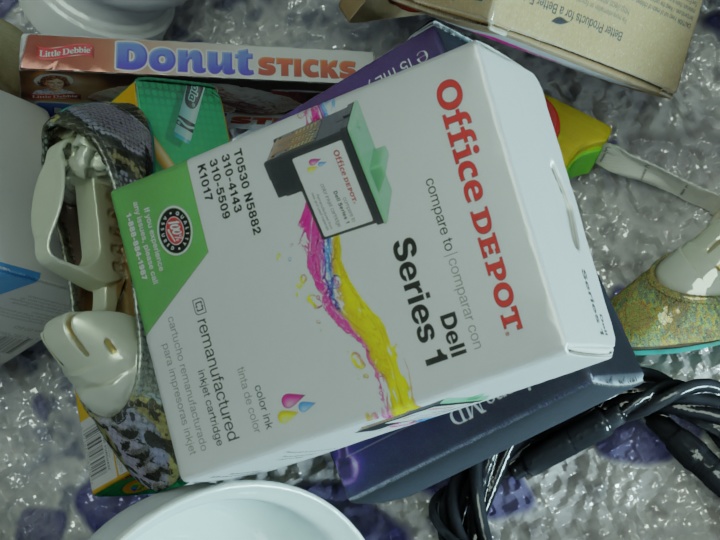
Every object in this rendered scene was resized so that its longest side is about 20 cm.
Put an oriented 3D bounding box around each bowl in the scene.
[{"bbox_3d":[-0.090,0.193,0.791,0.199,0.090,0.204,-9,107,-30],"label":"bowl"}]

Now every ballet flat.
[{"bbox_3d":[-0.132,0.011,0.768,0.071,0.072,0.203,-10,78,1],"label":"ballet flat"},{"bbox_3d":[0.225,0.000,0.849,0.197,0.071,0.072,-7,75,0],"label":"ballet flat"}]

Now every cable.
[{"bbox_3d":[0.136,0.131,0.832,0.197,0.051,0.166,8,76,7],"label":"cable"}]

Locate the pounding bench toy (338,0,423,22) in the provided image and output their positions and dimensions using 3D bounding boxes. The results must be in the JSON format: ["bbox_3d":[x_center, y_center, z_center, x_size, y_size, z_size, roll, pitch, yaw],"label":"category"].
[{"bbox_3d":[0.055,-0.254,0.849,0.123,0.200,0.157,-16,68,-46],"label":"pounding bench toy"}]

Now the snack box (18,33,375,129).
[{"bbox_3d":[-0.094,-0.106,0.877,0.197,0.072,0.025,1,73,-11],"label":"snack box"}]

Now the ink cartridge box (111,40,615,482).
[{"bbox_3d":[0.000,0.000,0.713,0.198,0.084,0.147,-20,79,21],"label":"ink cartridge box"}]

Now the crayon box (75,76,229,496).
[{"bbox_3d":[-0.113,0.011,0.844,0.058,0.118,0.203,1,69,-40],"label":"crayon box"}]

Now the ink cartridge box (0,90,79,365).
[{"bbox_3d":[-0.264,-0.002,0.828,0.199,0.128,0.127,-30,67,20],"label":"ink cartridge box"}]

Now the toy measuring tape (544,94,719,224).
[{"bbox_3d":[0.120,-0.052,0.875,0.198,0.074,0.074,27,78,2],"label":"toy measuring tape"}]

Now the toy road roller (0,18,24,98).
[{"bbox_3d":[-0.304,-0.106,0.897,0.198,0.123,0.148,22,92,10],"label":"toy road roller"}]

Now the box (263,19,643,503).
[{"bbox_3d":[0.036,-0.001,0.801,0.147,0.104,0.202,-29,75,20],"label":"box"}]

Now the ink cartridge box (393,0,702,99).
[{"bbox_3d":[0.114,-0.192,0.787,0.075,0.199,0.167,22,98,36],"label":"ink cartridge box"}]

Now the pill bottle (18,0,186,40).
[{"bbox_3d":[-0.123,-0.221,0.862,0.114,0.201,0.117,17,43,-17],"label":"pill bottle"}]
